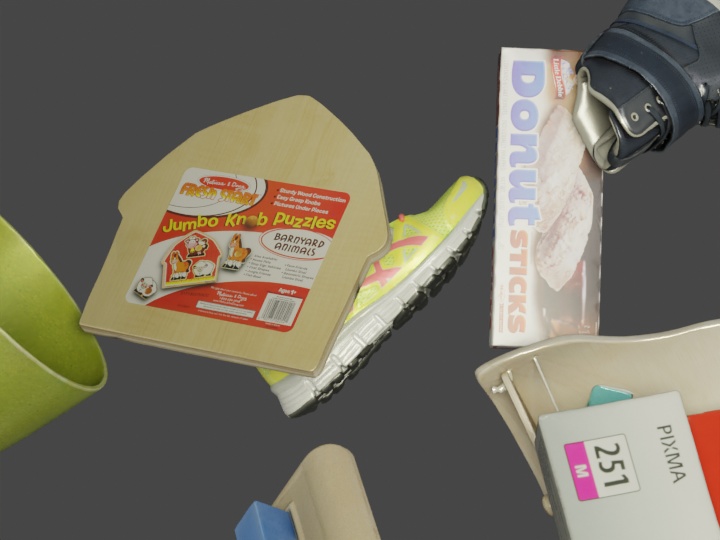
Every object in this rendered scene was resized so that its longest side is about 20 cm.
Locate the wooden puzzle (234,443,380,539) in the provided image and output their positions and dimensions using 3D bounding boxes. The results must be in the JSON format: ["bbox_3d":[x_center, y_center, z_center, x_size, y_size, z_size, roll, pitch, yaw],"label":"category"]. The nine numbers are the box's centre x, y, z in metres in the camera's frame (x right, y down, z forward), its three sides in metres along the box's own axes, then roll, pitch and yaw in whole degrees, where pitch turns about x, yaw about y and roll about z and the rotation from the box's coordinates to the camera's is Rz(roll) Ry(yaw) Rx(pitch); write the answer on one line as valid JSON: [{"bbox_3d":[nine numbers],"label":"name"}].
[{"bbox_3d":[-0.063,0.225,1.653,0.046,0.185,0.200,27,115,-28],"label":"wooden puzzle"}]

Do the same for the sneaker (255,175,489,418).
[{"bbox_3d":[0.000,0.000,1.753,0.200,0.078,0.090,-43,81,-6],"label":"sneaker"}]

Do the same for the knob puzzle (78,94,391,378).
[{"bbox_3d":[-0.067,-0.026,1.742,0.219,0.030,0.220,-10,54,14],"label":"knob puzzle"}]

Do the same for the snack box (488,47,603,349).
[{"bbox_3d":[0.125,-0.047,1.785,0.072,0.024,0.200,2,85,-2],"label":"snack box"}]

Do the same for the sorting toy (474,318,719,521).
[{"bbox_3d":[0.200,0.121,1.708,0.180,0.107,0.200,-26,75,8],"label":"sorting toy"}]

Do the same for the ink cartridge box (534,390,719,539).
[{"bbox_3d":[0.212,0.167,1.617,0.173,0.044,0.200,-10,62,-6],"label":"ink cartridge box"}]

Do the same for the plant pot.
[{"bbox_3d":[-0.297,0.066,1.701,0.200,0.187,0.187,-40,88,10],"label":"plant pot"}]

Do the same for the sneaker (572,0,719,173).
[{"bbox_3d":[0.233,-0.096,1.748,0.202,0.077,0.146,38,62,10],"label":"sneaker"}]
